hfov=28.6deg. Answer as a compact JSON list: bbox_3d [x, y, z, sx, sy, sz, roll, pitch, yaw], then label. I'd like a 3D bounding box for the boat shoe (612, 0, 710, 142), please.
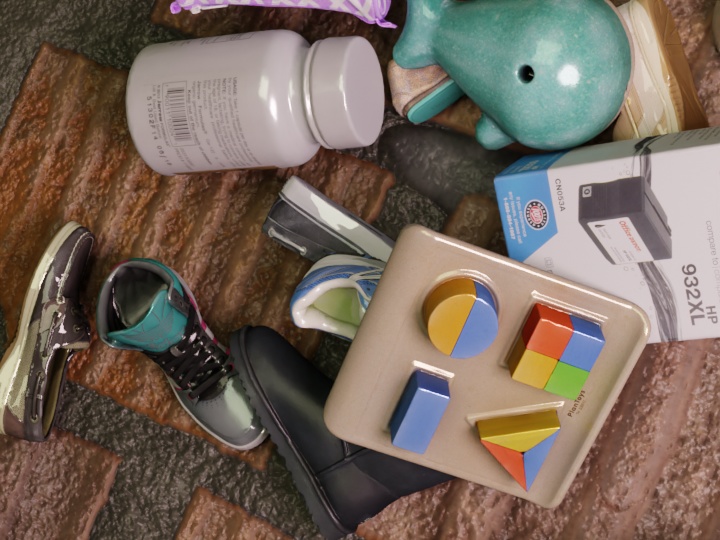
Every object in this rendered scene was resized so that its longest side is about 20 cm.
[{"bbox_3d":[0.236,-0.119,1.143,0.069,0.074,0.201,-18,81,34],"label":"boat shoe"}]

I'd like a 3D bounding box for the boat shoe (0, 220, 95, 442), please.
[{"bbox_3d":[-0.272,0.057,1.267,0.064,0.073,0.201,19,89,9],"label":"boat shoe"}]

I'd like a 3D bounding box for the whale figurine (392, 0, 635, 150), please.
[{"bbox_3d":[0.112,-0.169,1.108,0.199,0.104,0.160,22,112,19],"label":"whale figurine"}]

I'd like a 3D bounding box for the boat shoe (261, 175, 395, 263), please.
[{"bbox_3d":[0.000,0.000,1.187,0.200,0.072,0.068,36,97,17],"label":"boat shoe"}]

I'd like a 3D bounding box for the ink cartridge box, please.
[{"bbox_3d":[0.218,-0.023,1.074,0.199,0.084,0.146,-7,102,27],"label":"ink cartridge box"}]

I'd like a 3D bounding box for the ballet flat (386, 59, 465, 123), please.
[{"bbox_3d":[0.107,-0.201,1.196,0.199,0.068,0.068,-28,70,9],"label":"ballet flat"}]

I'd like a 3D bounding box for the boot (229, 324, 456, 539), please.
[{"bbox_3d":[0.005,0.101,1.161,0.168,0.076,0.201,-31,79,13],"label":"boot"}]

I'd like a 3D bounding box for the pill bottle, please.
[{"bbox_3d":[-0.087,-0.144,1.203,0.199,0.114,0.115,-2,79,22],"label":"pill bottle"}]

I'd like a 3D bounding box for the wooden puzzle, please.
[{"bbox_3d":[0.092,0.081,1.054,0.199,0.046,0.186,21,114,-6],"label":"wooden puzzle"}]

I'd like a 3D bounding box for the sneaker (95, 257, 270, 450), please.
[{"bbox_3d":[-0.155,0.063,1.196,0.084,0.121,0.200,-42,71,6],"label":"sneaker"}]

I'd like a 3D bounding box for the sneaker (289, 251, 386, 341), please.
[{"bbox_3d":[0.037,0.033,1.100,0.199,0.077,0.076,2,109,24],"label":"sneaker"}]

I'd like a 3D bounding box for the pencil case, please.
[{"bbox_3d":[-0.067,-0.248,1.161,0.199,0.084,0.086,6,95,16],"label":"pencil case"}]

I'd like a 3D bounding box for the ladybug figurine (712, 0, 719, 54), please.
[{"bbox_3d":[0.373,-0.188,1.107,0.199,0.072,0.137,20,85,20],"label":"ladybug figurine"}]
